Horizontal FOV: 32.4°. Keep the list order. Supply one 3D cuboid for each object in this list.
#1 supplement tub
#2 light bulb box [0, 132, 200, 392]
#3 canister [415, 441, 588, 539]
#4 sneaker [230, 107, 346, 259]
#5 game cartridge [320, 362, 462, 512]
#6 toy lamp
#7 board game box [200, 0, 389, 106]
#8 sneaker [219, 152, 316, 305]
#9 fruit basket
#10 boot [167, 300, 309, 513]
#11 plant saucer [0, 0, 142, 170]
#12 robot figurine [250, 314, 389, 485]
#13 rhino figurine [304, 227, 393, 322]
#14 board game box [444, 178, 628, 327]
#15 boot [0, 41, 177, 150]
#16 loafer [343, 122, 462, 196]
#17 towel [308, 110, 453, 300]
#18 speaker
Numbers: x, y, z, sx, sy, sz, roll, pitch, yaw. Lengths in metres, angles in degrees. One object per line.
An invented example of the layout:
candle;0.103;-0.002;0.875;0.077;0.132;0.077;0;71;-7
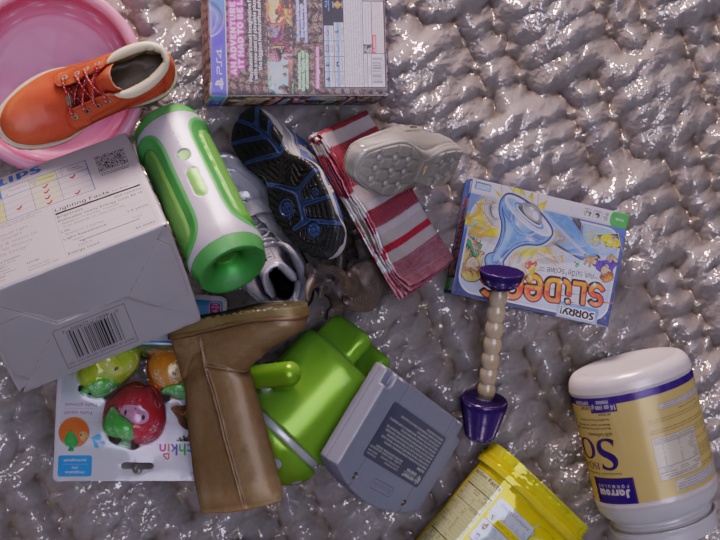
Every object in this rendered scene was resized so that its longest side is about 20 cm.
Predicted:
supplement tub;0.327;0.202;1.421;0.143;0.145;0.203;-15;93;-11
light bulb box;-0.289;-0.014;1.253;0.196;0.201;0.126;-21;127;-10
canister;0.142;0.321;1.416;0.148;0.087;0.200;43;84;-9
sneaker;-0.062;-0.096;1.335;0.076;0.077;0.201;-43;60;23
game cartridge;0.035;0.193;1.360;0.134;0.041;0.200;-55;142;-4
toy lamp;0.147;0.097;1.413;0.057;0.058;0.203;2;104;-11
board game box;-0.074;-0.266;1.360;0.197;0.097;0.162;-1;91;-11
sneaker;-0.110;-0.038;1.341;0.074;0.115;0.202;-30;97;1
fruit basket;-0.232;0.121;1.321;0.182;0.094;0.203;2;71;-11
boot;-0.109;0.138;1.263;0.173;0.066;0.203;-10;94;31
plant saucer;-0.331;-0.204;1.333;0.197;0.051;0.204;0;90;-12
robot figurine;-0.059;0.148;1.357;0.200;0.115;0.176;-47;130;-8
rhino figurine;0.000;0.000;1.353;0.199;0.059;0.088;-28;93;-53
board game box;0.207;-0.020;1.451;0.197;0.034;0.138;11;88;-11
boot;-0.282;-0.184;1.265;0.198;0.107;0.076;-25;97;-9
loafer;0.037;-0.125;1.351;0.069;0.199;0.071;34;110;26
towel;0.028;-0.077;1.367;0.023;0.144;0.202;-28;93;30
speaker;-0.168;-0.077;1.286;0.087;0.089;0.201;-23;60;-10
